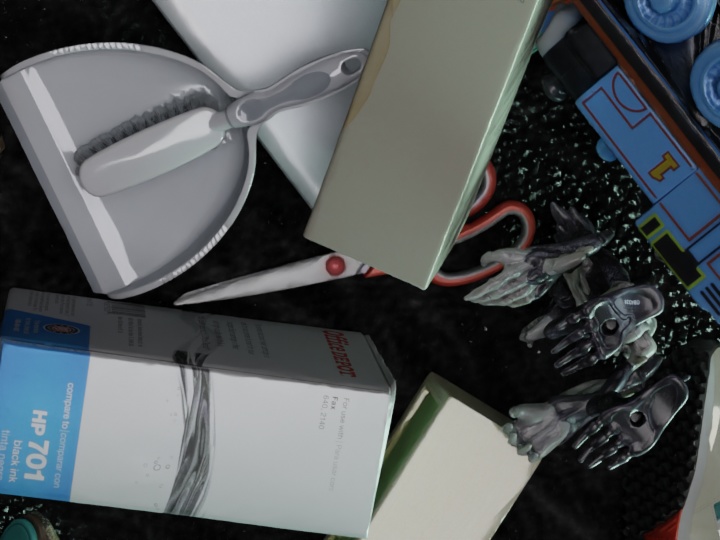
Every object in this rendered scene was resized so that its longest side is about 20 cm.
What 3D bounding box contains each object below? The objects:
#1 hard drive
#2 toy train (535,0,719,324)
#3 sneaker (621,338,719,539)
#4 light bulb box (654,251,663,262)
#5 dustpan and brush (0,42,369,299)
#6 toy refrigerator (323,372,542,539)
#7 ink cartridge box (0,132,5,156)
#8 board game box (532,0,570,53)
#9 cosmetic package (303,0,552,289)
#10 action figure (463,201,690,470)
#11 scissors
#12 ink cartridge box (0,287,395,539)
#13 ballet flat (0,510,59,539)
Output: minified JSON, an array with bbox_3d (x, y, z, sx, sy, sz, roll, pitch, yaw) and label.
[{"bbox_3d":[-0.030,-0.146,1.280,0.132,0.027,0.200,-37,101,0],"label":"hard drive"},{"bbox_3d":[0.167,-0.076,1.162,0.114,0.087,0.200,-40,86,29],"label":"toy train"},{"bbox_3d":[0.203,0.137,1.335,0.093,0.070,0.200,2,94,-28],"label":"sneaker"},{"bbox_3d":[0.291,-0.064,1.278,0.198,0.125,0.200,18,95,-8],"label":"light bulb box"},{"bbox_3d":[-0.083,-0.076,1.248,0.200,0.057,0.140,-24,101,9],"label":"dustpan and brush"},{"bbox_3d":[0.014,0.159,1.303,0.070,0.076,0.200,31,94,-10],"label":"toy refrigerator"},{"bbox_3d":[-0.303,-0.107,1.230,0.200,0.075,0.165,-17,98,-4],"label":"ink cartridge box"},{"bbox_3d":[0.076,-0.223,1.229,0.152,0.045,0.200,-32,99,16],"label":"board game box"},{"bbox_3d":[0.045,-0.105,1.190,0.073,0.104,0.200,24,117,5],"label":"cosmetic package"},{"bbox_3d":[0.109,0.034,1.236,0.102,0.200,0.119,-21,100,2],"label":"action figure"},{"bbox_3d":[0.000,0.000,1.310,0.200,0.014,0.073,-28,102,-3],"label":"scissors"},{"bbox_3d":[-0.093,0.071,1.242,0.199,0.146,0.086,9,99,-7],"label":"ink cartridge box"},{"bbox_3d":[-0.187,0.225,1.301,0.075,0.068,0.200,14,103,-36],"label":"ballet flat"}]
